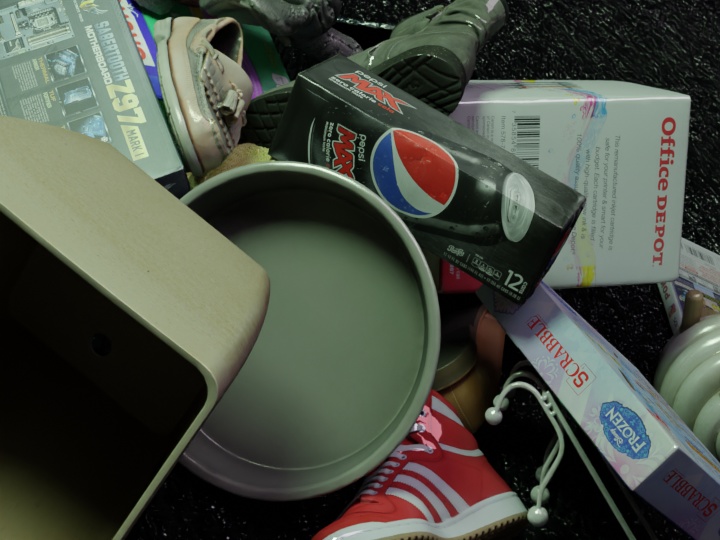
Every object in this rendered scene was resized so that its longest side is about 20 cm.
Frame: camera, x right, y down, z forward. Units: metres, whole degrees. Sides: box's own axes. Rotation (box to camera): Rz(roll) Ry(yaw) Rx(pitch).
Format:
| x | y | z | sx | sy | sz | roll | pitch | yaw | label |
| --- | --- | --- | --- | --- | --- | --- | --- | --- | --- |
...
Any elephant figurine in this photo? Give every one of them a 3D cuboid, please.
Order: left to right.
| x | y | z | sx | sy | sz | roll | pitch | yaw | label |
| --- | --- | --- | --- | --- | --- | --- | --- | --- | --- |
| -0.068 | -0.232 | 0.981 | 0.199 | 0.142 | 0.155 | 29 | 28 | -3 | elephant figurine |

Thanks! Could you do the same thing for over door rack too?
| x | y | z | sx | sy | sz | roll | pitch | yaw | label |
| --- | --- | --- | --- | --- | --- | --- | --- | --- | --- |
| 0.160 | 0.155 | 0.870 | 0.200 | 0.067 | 0.148 | 48 | 9 | 5 | over door rack |

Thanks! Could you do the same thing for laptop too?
| x | y | z | sx | sy | sz | roll | pitch | yaw | label |
| --- | --- | --- | --- | --- | --- | --- | --- | --- | --- |
| 0.019 | -0.231 | 1.155 | 0.198 | 0.104 | 0.177 | 11 | -9 | 17 | laptop |

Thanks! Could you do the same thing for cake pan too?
| x | y | z | sx | sy | sz | roll | pitch | yaw | label |
| --- | --- | --- | --- | --- | --- | --- | --- | --- | --- |
| -0.047 | 0.036 | 0.781 | 0.200 | 0.201 | 0.037 | 42 | 6 | 11 | cake pan |

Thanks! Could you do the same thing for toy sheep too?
| x | y | z | sx | sy | sz | roll | pitch | yaw | label |
| --- | --- | --- | --- | --- | --- | --- | --- | --- | --- |
| 0.306 | 0.100 | 1.048 | 0.137 | 0.139 | 0.201 | 23 | 29 | -17 | toy sheep |

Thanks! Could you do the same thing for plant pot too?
| x | y | z | sx | sy | sz | roll | pitch | yaw | label |
| --- | --- | --- | --- | --- | --- | --- | --- | --- | --- |
| -0.161 | 0.037 | 0.675 | 0.199 | 0.200 | 0.177 | 37 | 24 | 4 | plant pot |

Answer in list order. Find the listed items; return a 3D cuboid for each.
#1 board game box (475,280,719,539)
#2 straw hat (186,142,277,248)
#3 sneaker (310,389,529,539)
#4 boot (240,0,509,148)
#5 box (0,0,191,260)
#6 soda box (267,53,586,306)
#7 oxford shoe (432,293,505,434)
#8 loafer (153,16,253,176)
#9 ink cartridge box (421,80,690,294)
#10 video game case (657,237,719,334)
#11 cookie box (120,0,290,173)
| x | y | z | sx | sy | sz | roll | pitch | yaw | label |
| --- | --- | --- | --- | --- | --- | --- | --- | --- | --- |
| 0.186 | 0.102 | 0.874 | 0.200 | 0.041 | 0.200 | 39 | 12 | -42 | board game box |
| -0.082 | -0.035 | 0.862 | 0.199 | 0.086 | 0.202 | 6 | 43 | -6 | straw hat |
| 0.016 | 0.135 | 0.805 | 0.199 | 0.071 | 0.113 | 1 | 50 | -51 | sneaker |
| 0.012 | -0.141 | 0.950 | 0.068 | 0.198 | 0.131 | 62 | 34 | -23 | boot |
| -0.210 | -0.097 | 0.834 | 0.156 | 0.051 | 0.201 | -21 | 58 | -8 | box |
| 0.043 | -0.062 | 0.842 | 0.199 | 0.064 | 0.071 | 31 | 30 | 11 | soda box |
| 0.080 | 0.060 | 0.977 | 0.072 | 0.071 | 0.200 | 62 | 24 | -16 | oxford shoe |
| -0.101 | -0.129 | 0.857 | 0.062 | 0.072 | 0.200 | -17 | 31 | -3 | loafer |
| 0.136 | -0.072 | 1.008 | 0.198 | 0.147 | 0.145 | -2 | 14 | -14 | ink cartridge box |
| 0.379 | 0.053 | 1.272 | 0.198 | 0.023 | 0.183 | 23 | 35 | -19 | video game case |
| -0.161 | -0.160 | 1.010 | 0.198 | 0.075 | 0.172 | 7 | 44 | -35 | cookie box |
